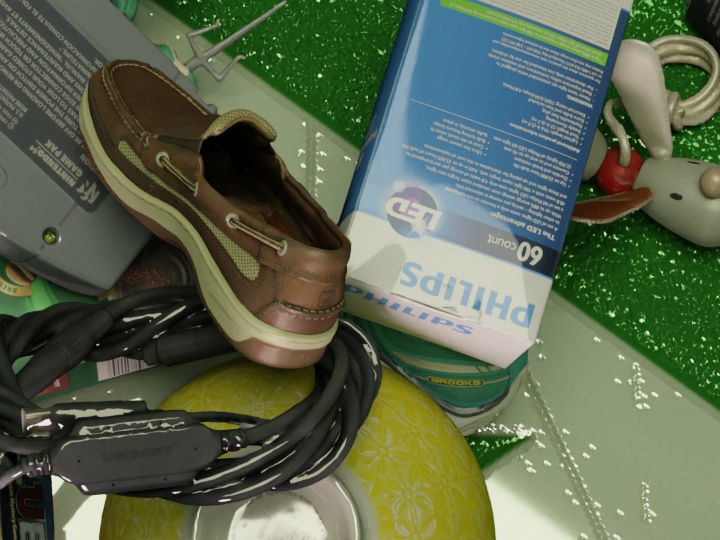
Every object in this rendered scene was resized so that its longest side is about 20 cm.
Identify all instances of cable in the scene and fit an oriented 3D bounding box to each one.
[{"bbox_3d":[-0.089,0.055,1.305,0.199,0.163,0.051,-8,115,-15],"label":"cable"}]

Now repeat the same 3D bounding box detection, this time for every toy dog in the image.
[{"bbox_3d":[0.107,-0.080,1.451,0.199,0.096,0.133,2,70,-3],"label":"toy dog"}]

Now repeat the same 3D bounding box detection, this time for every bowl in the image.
[{"bbox_3d":[-0.035,0.131,1.338,0.199,0.108,0.202,-1,82,4],"label":"bowl"}]

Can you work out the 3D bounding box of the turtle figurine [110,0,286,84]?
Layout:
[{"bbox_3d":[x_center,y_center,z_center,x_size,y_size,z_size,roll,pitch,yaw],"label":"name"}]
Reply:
[{"bbox_3d":[-0.148,-0.161,1.467,0.199,0.101,0.150,-17,61,1],"label":"turtle figurine"}]

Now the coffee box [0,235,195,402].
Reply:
[{"bbox_3d":[-0.184,0.008,1.429,0.199,0.044,0.124,-14,71,-8],"label":"coffee box"}]

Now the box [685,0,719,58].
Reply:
[{"bbox_3d":[0.294,-0.122,1.473,0.148,0.107,0.200,-35,77,-15],"label":"box"}]

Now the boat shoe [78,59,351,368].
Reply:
[{"bbox_3d":[-0.062,-0.046,1.308,0.074,0.075,0.202,-7,43,-40],"label":"boat shoe"}]

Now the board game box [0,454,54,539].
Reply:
[{"bbox_3d":[-0.197,0.181,1.325,0.034,0.135,0.201,15,63,-44],"label":"board game box"}]

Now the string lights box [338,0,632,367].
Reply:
[{"bbox_3d":[0.058,-0.067,1.360,0.102,0.059,0.201,20,74,-6],"label":"string lights box"}]

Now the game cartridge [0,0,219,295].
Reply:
[{"bbox_3d":[-0.172,-0.088,1.376,0.200,0.041,0.133,44,63,-17],"label":"game cartridge"}]

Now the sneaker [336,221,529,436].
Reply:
[{"bbox_3d":[0.000,0.000,1.418,0.199,0.080,0.078,31,47,4],"label":"sneaker"}]
